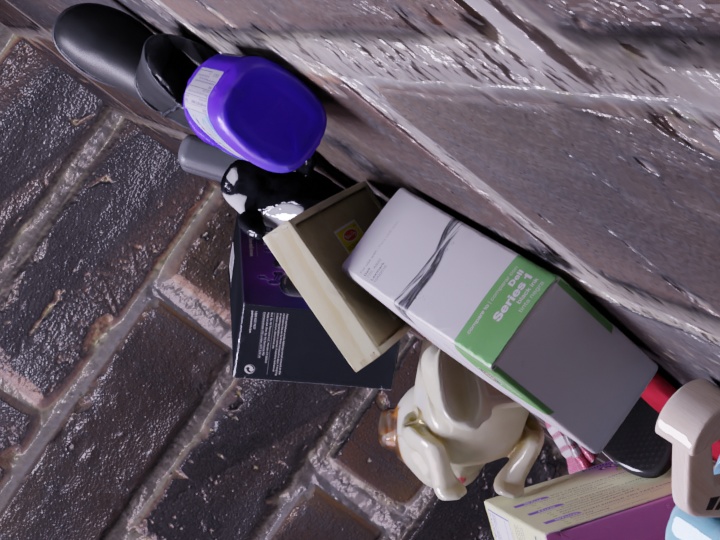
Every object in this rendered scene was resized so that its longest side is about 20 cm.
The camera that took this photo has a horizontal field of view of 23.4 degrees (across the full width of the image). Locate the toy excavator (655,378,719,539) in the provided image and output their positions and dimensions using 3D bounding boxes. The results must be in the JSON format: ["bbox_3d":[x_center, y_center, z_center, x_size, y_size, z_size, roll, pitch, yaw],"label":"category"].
[{"bbox_3d":[0.263,0.169,1.235,0.199,0.196,0.100,-2,-154,-45],"label":"toy excavator"}]

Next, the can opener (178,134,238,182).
[{"bbox_3d":[-0.081,-0.069,1.652,0.198,0.067,0.053,17,174,0],"label":"can opener"}]

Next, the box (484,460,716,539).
[{"bbox_3d":[0.220,0.229,1.480,0.200,0.174,0.098,-177,71,-79],"label":"box"}]

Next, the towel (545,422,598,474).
[{"bbox_3d":[0.167,0.113,1.691,0.201,0.030,0.146,57,180,10],"label":"towel"}]

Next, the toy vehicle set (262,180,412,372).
[{"bbox_3d":[0.000,0.000,1.398,0.125,0.026,0.200,56,-159,1],"label":"toy vehicle set"}]

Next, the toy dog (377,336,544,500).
[{"bbox_3d":[0.084,0.117,1.542,0.195,0.139,0.201,63,150,27],"label":"toy dog"}]

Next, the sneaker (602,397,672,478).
[{"bbox_3d":[0.234,0.135,1.532,0.108,0.067,0.201,37,-179,-38],"label":"sneaker"}]

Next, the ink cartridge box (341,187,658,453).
[{"bbox_3d":[0.099,0.034,1.288,0.146,0.085,0.200,38,177,-40],"label":"ink cartridge box"}]

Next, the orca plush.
[{"bbox_3d":[-0.053,-0.069,1.548,0.200,0.104,0.072,40,137,48],"label":"orca plush"}]

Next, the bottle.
[{"bbox_3d":[-0.085,-0.116,1.246,0.083,0.066,0.200,36,177,-19],"label":"bottle"}]

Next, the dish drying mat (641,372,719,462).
[{"bbox_3d":[0.255,0.111,1.381,0.200,0.018,0.077,40,175,-40],"label":"dish drying mat"}]

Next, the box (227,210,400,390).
[{"bbox_3d":[-0.043,0.021,1.550,0.140,0.079,0.200,7,-154,-9],"label":"box"}]

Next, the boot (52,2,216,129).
[{"bbox_3d":[-0.178,-0.171,1.441,0.164,0.066,0.200,28,-178,-12],"label":"boot"}]
